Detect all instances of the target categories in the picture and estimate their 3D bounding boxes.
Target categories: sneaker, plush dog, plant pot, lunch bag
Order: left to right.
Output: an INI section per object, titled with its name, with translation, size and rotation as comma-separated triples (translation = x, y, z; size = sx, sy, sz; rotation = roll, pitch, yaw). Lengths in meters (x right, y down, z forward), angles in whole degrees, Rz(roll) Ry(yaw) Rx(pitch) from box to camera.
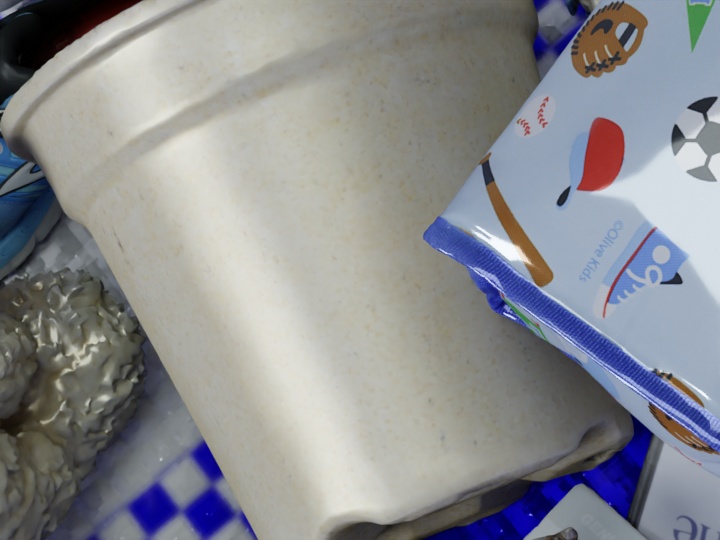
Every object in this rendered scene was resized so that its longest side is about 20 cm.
[plush dog]
translation = -0.186, 0.048, 0.968
size = 0.199, 0.172, 0.161
rotation = -26, 29, 7
[sneaker]
translation = -0.135, -0.063, 1.056
size = 0.200, 0.090, 0.078
rotation = -38, 68, 2
[plant pot]
translation = 0.000, 0.000, 0.963
size = 0.200, 0.200, 0.184
rotation = -23, 81, 7
[lunch bag]
translation = 0.148, -0.011, 0.806
size = 0.200, 0.124, 0.170
rotation = 38, 91, 22

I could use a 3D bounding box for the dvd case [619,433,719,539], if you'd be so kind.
[dvd case]
translation = 0.169, 0.050, 0.918
size = 0.142, 0.018, 0.201
rotation = 24, 119, 20

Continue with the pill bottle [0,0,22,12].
[pill bottle]
translation = -0.178, -0.145, 1.048
size = 0.199, 0.111, 0.112
rotation = -3, 71, 37

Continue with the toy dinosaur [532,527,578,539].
[toy dinosaur]
translation = 0.040, 0.144, 0.905
size = 0.077, 0.199, 0.103
rotation = -25, 78, 51

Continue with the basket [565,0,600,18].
[basket]
translation = 0.149, -0.133, 0.977
size = 0.176, 0.139, 0.201
rotation = -18, 64, 9

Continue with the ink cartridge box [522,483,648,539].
[ink cartridge box]
translation = 0.065, 0.198, 0.951
size = 0.160, 0.047, 0.200
rotation = 41, 83, 23
